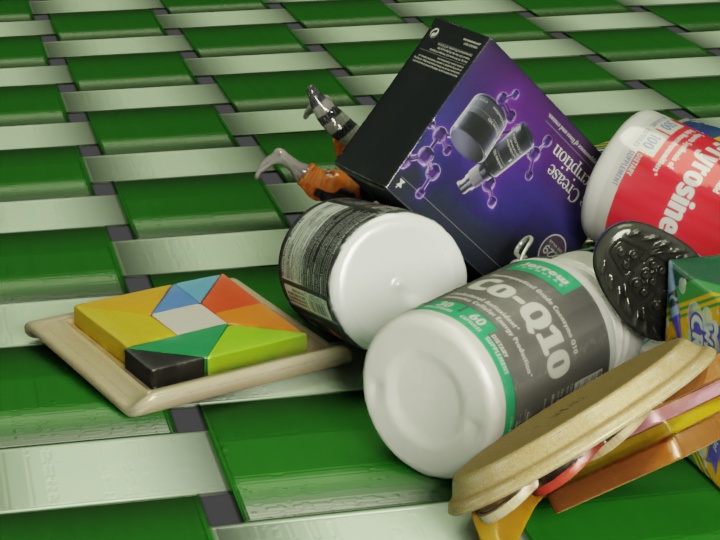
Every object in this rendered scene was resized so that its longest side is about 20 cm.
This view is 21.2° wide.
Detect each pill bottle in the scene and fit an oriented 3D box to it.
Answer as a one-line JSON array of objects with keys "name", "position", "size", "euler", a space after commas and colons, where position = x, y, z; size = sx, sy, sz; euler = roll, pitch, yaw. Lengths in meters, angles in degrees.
[{"name": "pill bottle", "position": [0.102, 0.057, 1.300], "size": [0.113, 0.114, 0.200], "euler": [14, 24, 36]}, {"name": "pill bottle", "position": [0.277, -0.033, 1.457], "size": [0.199, 0.113, 0.112], "euler": [29, 30, 23]}, {"name": "pill bottle", "position": [0.000, 0.000, 1.452], "size": [0.105, 0.107, 0.200], "euler": [-6, 8, -16]}]

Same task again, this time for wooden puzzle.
[{"name": "wooden puzzle", "position": [-0.132, 0.048, 1.445], "size": [0.184, 0.038, 0.200], "euler": [-13, 22, -32]}]

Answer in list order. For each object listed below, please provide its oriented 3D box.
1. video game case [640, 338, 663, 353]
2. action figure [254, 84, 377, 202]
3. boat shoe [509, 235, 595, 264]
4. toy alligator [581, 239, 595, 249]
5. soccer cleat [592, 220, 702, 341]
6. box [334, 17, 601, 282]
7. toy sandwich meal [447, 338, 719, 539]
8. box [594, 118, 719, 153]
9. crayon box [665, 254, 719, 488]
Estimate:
[{"name": "video game case", "position": [0.242, 0.035, 1.505], "size": [0.181, 0.024, 0.200], "euler": [13, 24, 33]}, {"name": "action figure", "position": [0.010, -0.062, 1.633], "size": [0.193, 0.105, 0.200], "euler": [31, 29, 3]}, {"name": "boat shoe", "position": [0.130, 0.017, 1.434], "size": [0.198, 0.068, 0.074], "euler": [-9, 36, 10]}, {"name": "toy alligator", "position": [0.125, -0.055, 1.624], "size": [0.199, 0.059, 0.054], "euler": [16, 40, -39]}, {"name": "soccer cleat", "position": [0.225, 0.016, 1.341], "size": [0.199, 0.068, 0.073], "euler": [30, 16, -32]}, {"name": "box", "position": [0.097, -0.077, 1.499], "size": [0.200, 0.141, 0.079], "euler": [39, -4, -38]}, {"name": "toy sandwich meal", "position": [0.143, 0.109, 1.144], "size": [0.204, 0.071, 0.205], "euler": [-32, -2, -1]}, {"name": "box", "position": [0.266, -0.086, 1.782], "size": [0.199, 0.071, 0.064], "euler": [-18, 28, -42]}, {"name": "crayon box", "position": [0.253, 0.080, 1.212], "size": [0.051, 0.127, 0.200], "euler": [-6, 20, -15]}]
